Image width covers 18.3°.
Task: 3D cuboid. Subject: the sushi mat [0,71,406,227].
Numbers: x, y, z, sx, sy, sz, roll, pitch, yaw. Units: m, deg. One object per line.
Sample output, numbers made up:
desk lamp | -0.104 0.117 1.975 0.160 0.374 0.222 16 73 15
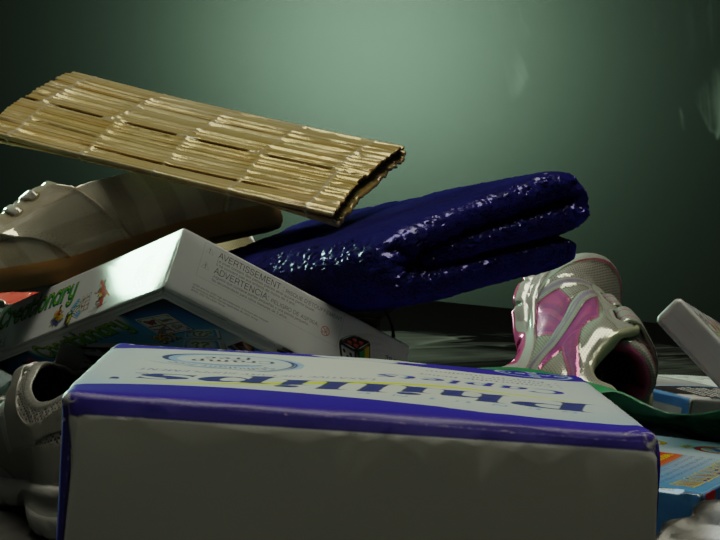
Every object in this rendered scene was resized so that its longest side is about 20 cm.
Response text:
sushi mat | -0.084 -0.064 1.125 0.199 0.012 0.096 14 30 21

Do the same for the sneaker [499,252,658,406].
sneaker | 0.134 0.055 1.299 0.088 0.082 0.200 -9 30 23

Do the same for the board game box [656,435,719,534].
board game box | 0.079 0.107 1.025 0.195 0.056 0.200 6 3 21

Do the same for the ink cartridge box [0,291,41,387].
ink cartridge box | -0.255 0.034 1.254 0.162 0.050 0.200 -1 24 25

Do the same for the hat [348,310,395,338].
hat | -0.030 0.069 1.267 0.200 0.081 0.201 -20 -4 -2

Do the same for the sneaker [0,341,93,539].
sneaker | -0.139 0.074 1.065 0.075 0.082 0.200 3 3 -26

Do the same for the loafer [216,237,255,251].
loafer | -0.092 -0.007 1.277 0.076 0.068 0.200 -28 9 -13

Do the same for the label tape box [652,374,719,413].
label tape box | 0.241 0.101 1.374 0.199 0.066 0.143 2 3 -26

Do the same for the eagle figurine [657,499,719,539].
eagle figurine | 0.230 0.108 0.836 0.200 0.151 0.152 -30 -65 36

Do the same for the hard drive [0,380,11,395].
hard drive | -0.175 0.058 1.271 0.132 0.027 0.200 -32 11 -12

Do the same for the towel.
towel | 0.000 0.000 1.092 0.147 0.050 0.200 -22 8 -40

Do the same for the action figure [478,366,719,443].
action figure | 0.107 0.089 1.169 0.199 0.055 0.118 10 -28 23

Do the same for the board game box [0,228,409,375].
board game box | -0.083 0.040 1.071 0.126 0.035 0.200 29 -25 -25

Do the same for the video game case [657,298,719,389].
video game case | 0.217 0.078 1.131 0.143 0.018 0.200 48 8 15

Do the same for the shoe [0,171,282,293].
shoe | -0.136 -0.026 1.128 0.199 0.054 0.070 -14 3 -27

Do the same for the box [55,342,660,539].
box | -0.003 0.088 0.753 0.183 0.105 0.200 4 3 -2
